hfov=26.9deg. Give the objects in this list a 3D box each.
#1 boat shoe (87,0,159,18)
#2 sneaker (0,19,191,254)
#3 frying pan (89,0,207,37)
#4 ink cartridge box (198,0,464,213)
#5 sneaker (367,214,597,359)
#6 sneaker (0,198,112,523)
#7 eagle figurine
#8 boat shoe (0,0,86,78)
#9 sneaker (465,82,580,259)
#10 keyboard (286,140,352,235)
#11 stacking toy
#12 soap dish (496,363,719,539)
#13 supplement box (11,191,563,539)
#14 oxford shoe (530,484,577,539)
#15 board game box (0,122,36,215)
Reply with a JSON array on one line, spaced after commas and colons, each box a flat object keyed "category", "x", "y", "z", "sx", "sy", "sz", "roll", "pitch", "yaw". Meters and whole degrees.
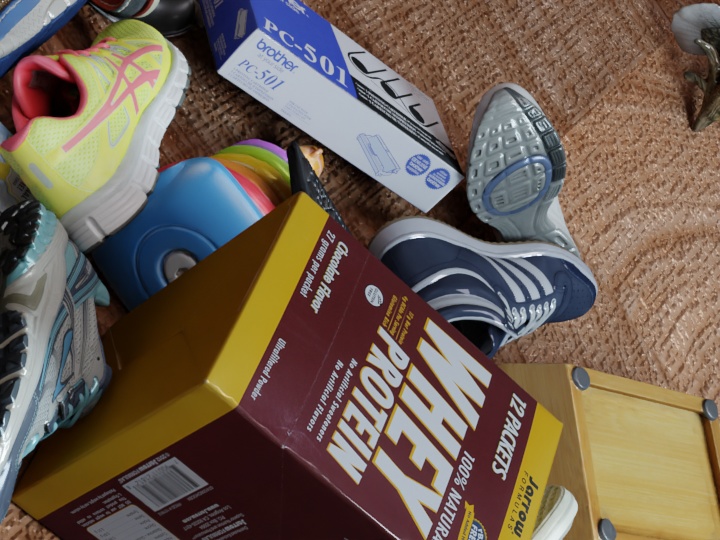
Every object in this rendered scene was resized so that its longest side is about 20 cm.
[{"category": "boat shoe", "x": -0.198, "y": -0.237, "z": 0.940, "sx": 0.201, "sy": 0.071, "sz": 0.062, "roll": 54, "pitch": 30, "yaw": 8}, {"category": "sneaker", "x": -0.157, "y": -0.102, "z": 0.872, "sx": 0.090, "sy": 0.078, "sz": 0.201, "roll": 42, "pitch": 24, "yaw": -26}, {"category": "frying pan", "x": -0.128, "y": -0.179, "z": 1.014, "sx": 0.115, "sy": 0.031, "sz": 0.191, "roll": -32, "pitch": 88, "yaw": -46}, {"category": "ink cartridge box", "x": -0.019, "y": -0.125, "z": 1.028, "sx": 0.199, "sy": 0.044, "sz": 0.094, "roll": 31, "pitch": 27, "yaw": -36}, {"category": "sneaker", "x": 0.101, "y": 0.032, "z": 1.048, "sx": 0.198, "sy": 0.070, "sz": 0.109, "roll": 13, "pitch": 38, "yaw": -35}, {"category": "sneaker", "x": -0.162, "y": 0.055, "z": 0.755, "sx": 0.086, "sy": 0.077, "sz": 0.201, "roll": 45, "pitch": 32, "yaw": -34}, {"category": "eagle figurine", "x": 0.397, "y": -0.190, "z": 1.420, "sx": 0.199, "sy": 0.151, "sz": 0.152, "roll": -24, "pitch": 121, "yaw": -31}, {"category": "boat shoe", "x": -0.225, "y": -0.130, "z": 0.821, "sx": 0.072, "sy": 0.072, "sz": 0.200, "roll": 44, "pitch": 35, "yaw": -8}, {"category": "sneaker", "x": 0.110, "y": -0.067, "z": 1.098, "sx": 0.201, "sy": 0.074, "sz": 0.088, "roll": 73, "pitch": 3, "yaw": -52}, {"category": "keyboard", "x": 0.000, "y": 0.000, "z": 0.939, "sx": 0.200, "sy": 0.039, "sz": 0.105, "roll": 56, "pitch": 24, "yaw": -66}, {"category": "stacking toy", "x": -0.069, "y": -0.040, "z": 0.947, "sx": 0.110, "sy": 0.116, "sz": 0.200, "roll": 54, "pitch": 32, "yaw": -9}, {"category": "soap dish", "x": 0.187, "y": 0.151, "z": 1.075, "sx": 0.199, "sy": 0.081, "sz": 0.159, "roll": 16, "pitch": 57, "yaw": -37}, {"category": "supplement box", "x": -0.038, "y": 0.103, "z": 0.811, "sx": 0.200, "sy": 0.197, "sz": 0.133, "roll": 41, "pitch": 46, "yaw": -18}, {"category": "oxford shoe", "x": 0.058, "y": 0.204, "z": 0.806, "sx": 0.058, "sy": 0.075, "sz": 0.201, "roll": 38, "pitch": 79, "yaw": -9}, {"category": "board game box", "x": -0.263, "y": -0.028, "z": 0.798, "sx": 0.135, "sy": 0.034, "sz": 0.201, "roll": 46, "pitch": 44, "yaw": -13}]
